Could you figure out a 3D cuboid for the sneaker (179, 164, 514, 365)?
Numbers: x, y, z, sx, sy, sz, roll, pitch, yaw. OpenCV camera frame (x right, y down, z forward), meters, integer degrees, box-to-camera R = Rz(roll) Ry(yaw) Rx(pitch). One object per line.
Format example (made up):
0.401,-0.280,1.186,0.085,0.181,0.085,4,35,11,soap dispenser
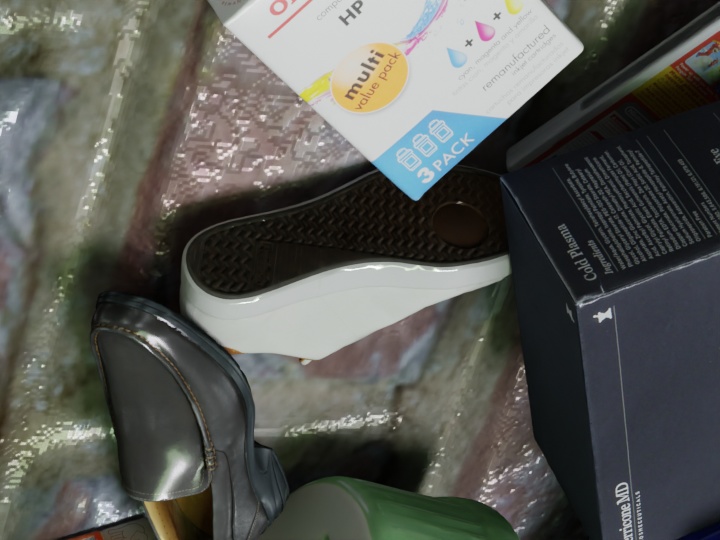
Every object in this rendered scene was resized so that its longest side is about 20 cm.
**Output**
0.000,0.000,1.238,0.199,0.073,0.085,-10,146,-15,sneaker

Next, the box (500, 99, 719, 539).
0.180,0.024,1.215,0.181,0.104,0.201,-19,134,-9,box

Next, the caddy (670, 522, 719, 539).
0.239,0.162,1.282,0.199,0.141,0.105,-28,116,-26,caddy

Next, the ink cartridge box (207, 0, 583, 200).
0.000,-0.136,1.121,0.115,0.068,0.200,-42,131,9,ink cartridge box

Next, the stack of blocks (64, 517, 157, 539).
-0.156,0.243,1.343,0.115,0.059,0.201,-15,130,-15,stack of blocks

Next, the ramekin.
-0.002,0.210,1.307,0.097,0.200,0.200,21,114,-28,ramekin

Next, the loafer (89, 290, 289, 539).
-0.094,0.090,1.226,0.072,0.072,0.200,-59,143,-29,loafer

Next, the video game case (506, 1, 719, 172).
0.196,-0.070,1.245,0.200,0.018,0.143,-34,124,28,video game case
